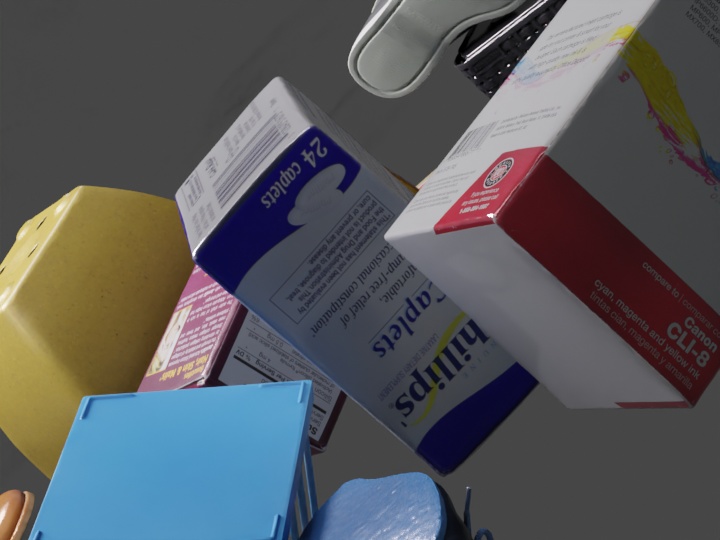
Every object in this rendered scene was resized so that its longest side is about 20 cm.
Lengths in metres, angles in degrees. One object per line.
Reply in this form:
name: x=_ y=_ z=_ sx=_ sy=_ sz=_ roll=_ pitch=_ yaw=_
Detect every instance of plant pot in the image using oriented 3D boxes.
plant pot: x=-0.175 y=0.050 z=1.826 sx=0.195 sy=0.200 sz=0.195 roll=-24 pitch=32 yaw=60

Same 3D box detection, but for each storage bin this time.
storage bin: x=0.161 y=-0.193 z=1.705 sx=0.135 sy=0.094 sz=0.201 roll=-34 pitch=19 yaw=44

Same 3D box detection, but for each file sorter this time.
file sorter: x=-0.097 y=0.162 z=1.402 sx=0.138 sy=0.124 sz=0.200 roll=-4 pitch=23 yaw=6

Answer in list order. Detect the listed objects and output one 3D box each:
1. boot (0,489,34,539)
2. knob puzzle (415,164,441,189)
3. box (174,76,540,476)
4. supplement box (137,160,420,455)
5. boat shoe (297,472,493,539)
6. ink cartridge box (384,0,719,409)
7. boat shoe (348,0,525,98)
boot: x=-0.387 y=0.227 z=2.117 sx=0.200 sy=0.155 sz=0.077 roll=-46 pitch=14 yaw=10
knob puzzle: x=0.027 y=-0.024 z=1.791 sx=0.220 sy=0.030 sz=0.220 roll=-45 pitch=15 yaw=15
box: x=0.000 y=0.000 z=1.457 sx=0.105 sy=0.200 sz=0.184 roll=-48 pitch=14 yaw=5
supplement box: x=-0.054 y=0.022 z=1.697 sx=0.131 sy=0.103 sz=0.201 roll=-20 pitch=42 yaw=61
boat shoe: x=0.028 y=0.144 z=1.272 sx=0.084 sy=0.069 sz=0.200 roll=-48 pitch=10 yaw=-4
ink cartridge box: x=0.143 y=-0.051 z=1.273 sx=0.200 sy=0.144 sz=0.145 roll=-53 pitch=14 yaw=-16
boat shoe: x=0.060 y=-0.193 z=1.666 sx=0.200 sy=0.075 sz=0.061 roll=-35 pitch=25 yaw=42
